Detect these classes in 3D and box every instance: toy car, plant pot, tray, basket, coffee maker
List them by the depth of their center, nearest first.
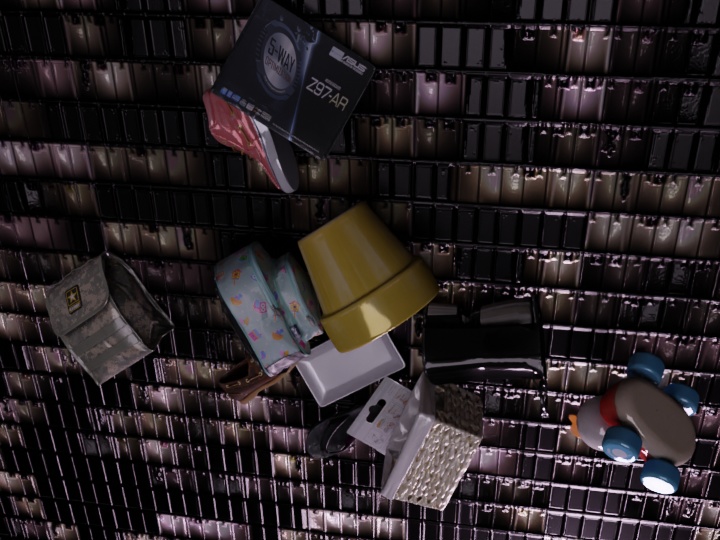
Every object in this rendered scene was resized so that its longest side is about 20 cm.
[{"bbox_3d":[0.000,0.000,1.306,0.199,0.201,0.191,-29,94,24],"label":"plant pot"},{"bbox_3d":[0.203,0.136,1.333,0.197,0.194,0.136,-7,135,16],"label":"coffee maker"},{"bbox_3d":[0.454,0.273,1.402,0.176,0.186,0.200,38,148,-12],"label":"toy car"},{"bbox_3d":[0.127,0.304,1.424,0.122,0.136,0.202,20,118,-3],"label":"basket"},{"bbox_3d":[-0.020,0.166,1.481,0.198,0.022,0.108,-28,95,24],"label":"tray"}]

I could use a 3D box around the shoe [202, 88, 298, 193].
[{"bbox_3d":[-0.174,-0.208,1.285,0.090,0.072,0.202,-17,109,21],"label":"shoe"}]

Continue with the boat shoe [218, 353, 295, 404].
[{"bbox_3d":[-0.187,0.181,1.503,0.070,0.071,0.199,42,119,-18],"label":"boat shoe"}]

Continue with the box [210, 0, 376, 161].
[{"bbox_3d":[-0.099,-0.283,1.204,0.198,0.044,0.162,31,95,-7],"label":"box"}]

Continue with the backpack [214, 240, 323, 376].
[{"bbox_3d":[-0.156,0.050,1.367,0.152,0.176,0.201,-34,110,8],"label":"backpack"}]

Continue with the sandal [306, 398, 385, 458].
[{"bbox_3d":[-0.034,0.312,1.561,0.200,0.048,0.075,-36,108,25],"label":"sandal"}]

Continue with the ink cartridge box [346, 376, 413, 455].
[{"bbox_3d":[0.098,0.291,1.523,0.198,0.057,0.164,32,117,-2],"label":"ink cartridge box"}]

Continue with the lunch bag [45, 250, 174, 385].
[{"bbox_3d":[-0.471,0.081,1.479,0.163,0.118,0.201,-29,104,25],"label":"lunch bag"}]
